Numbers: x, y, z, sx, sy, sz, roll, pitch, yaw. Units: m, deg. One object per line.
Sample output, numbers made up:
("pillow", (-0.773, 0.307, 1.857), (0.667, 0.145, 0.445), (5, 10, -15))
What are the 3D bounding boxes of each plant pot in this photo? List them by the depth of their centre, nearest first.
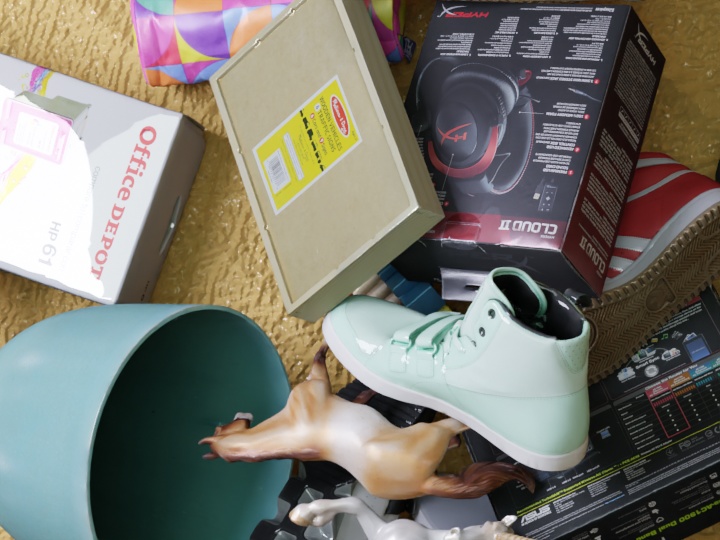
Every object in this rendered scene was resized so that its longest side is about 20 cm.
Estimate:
("plant pot", (-0.168, 0.114, 1.557), (0.160, 0.200, 0.202), (7, 84, 38))

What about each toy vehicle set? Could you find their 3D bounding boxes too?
("toy vehicle set", (-0.026, -0.083, 1.528), (0.124, 0.026, 0.201), (-38, 55, 29))

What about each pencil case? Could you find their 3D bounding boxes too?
("pencil case", (-0.060, -0.177, 1.629), (0.199, 0.088, 0.089), (-5, 84, 5))

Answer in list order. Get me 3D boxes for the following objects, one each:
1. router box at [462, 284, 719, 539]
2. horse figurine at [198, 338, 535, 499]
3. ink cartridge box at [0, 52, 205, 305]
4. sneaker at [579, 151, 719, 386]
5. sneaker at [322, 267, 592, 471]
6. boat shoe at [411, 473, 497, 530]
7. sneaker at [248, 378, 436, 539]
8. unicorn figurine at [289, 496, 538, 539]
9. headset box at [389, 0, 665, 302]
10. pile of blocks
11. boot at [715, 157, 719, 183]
("router box", (0.175, 0.111, 1.537), (0.199, 0.062, 0.150), (-25, 44, 4))
("horse figurine", (0.013, 0.104, 1.500), (0.199, 0.133, 0.050), (22, 131, 24))
("ink cartridge box", (-0.227, -0.068, 1.637), (0.199, 0.085, 0.145), (19, 87, 8))
("sneaker", (0.156, -0.002, 1.557), (0.200, 0.071, 0.112), (-36, 40, -7))
("sneaker", (0.065, 0.032, 1.463), (0.200, 0.074, 0.119), (26, 130, 28))
("boat shoe", (0.109, 0.216, 1.568), (0.200, 0.071, 0.070), (34, 133, 26))
("sneaker", (0.000, 0.151, 1.583), (0.074, 0.089, 0.200), (26, 76, 44))
("unicorn figurine", (0.016, 0.200, 1.483), (0.137, 0.074, 0.200), (11, 130, -13))
("headset box", (0.099, -0.072, 1.520), (0.148, 0.075, 0.201), (4, 67, 31))
("pile of blocks", (0.000, 0.000, 1.600), (0.062, 0.082, 0.200), (-41, 81, 2))
("boot", (0.343, -0.087, 1.569), (0.199, 0.077, 0.139), (8, 81, 7))
